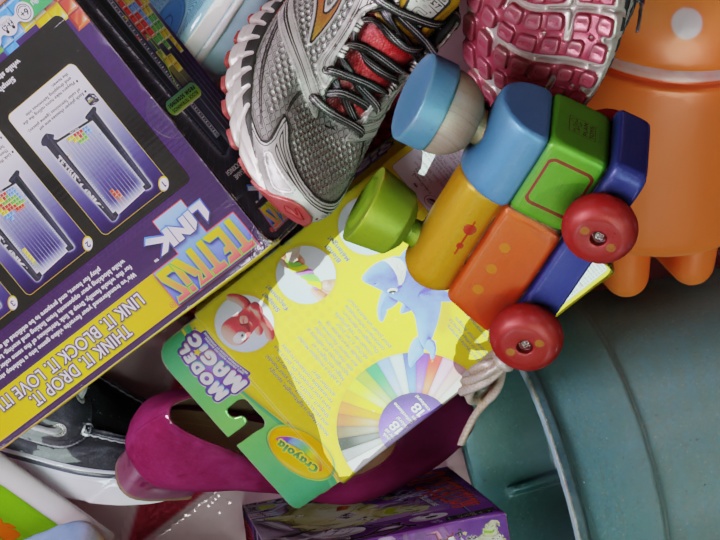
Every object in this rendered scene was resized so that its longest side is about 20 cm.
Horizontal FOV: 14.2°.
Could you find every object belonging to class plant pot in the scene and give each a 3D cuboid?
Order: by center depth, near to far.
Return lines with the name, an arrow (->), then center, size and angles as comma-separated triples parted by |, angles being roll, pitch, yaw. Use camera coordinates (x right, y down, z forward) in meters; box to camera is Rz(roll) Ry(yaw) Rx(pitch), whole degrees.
plant pot -> 0.170, 0.085, 1.515 | 0.196, 0.200, 0.201 | -16, 124, -13

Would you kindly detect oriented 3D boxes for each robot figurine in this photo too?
robot figurine -> 0.147, -0.087, 1.434 | 0.143, 0.117, 0.201 | 12, 122, 11

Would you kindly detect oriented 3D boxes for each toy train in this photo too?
toy train -> 0.042, -0.005, 1.331 | 0.115, 0.085, 0.200 | 25, 126, -10

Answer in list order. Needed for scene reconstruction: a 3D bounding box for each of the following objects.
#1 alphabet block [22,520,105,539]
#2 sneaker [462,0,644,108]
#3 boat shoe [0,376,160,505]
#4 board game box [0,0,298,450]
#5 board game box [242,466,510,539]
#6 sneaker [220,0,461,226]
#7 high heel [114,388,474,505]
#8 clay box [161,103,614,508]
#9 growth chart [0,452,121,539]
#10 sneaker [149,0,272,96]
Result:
alphabet block -> -0.174, 0.280, 1.486 | 0.196, 0.196, 0.200 | -21, 121, 33
sneaker -> 0.113, -0.152, 1.334 | 0.075, 0.081, 0.200 | -13, 130, -54
boat shoe -> -0.167, 0.065, 1.493 | 0.199, 0.072, 0.068 | 15, 119, -13
board game box -> -0.149, -0.034, 1.371 | 0.200, 0.057, 0.165 | -35, 97, 30
board game box -> 0.005, 0.135, 1.502 | 0.120, 0.200, 0.032 | -6, 93, -7
sneaker -> -0.002, -0.114, 1.335 | 0.082, 0.201, 0.078 | -5, 149, 43
high heel -> -0.023, 0.081, 1.468 | 0.199, 0.068, 0.096 | -12, 163, -22
clay box -> 0.010, 0.014, 1.408 | 0.200, 0.048, 0.115 | -38, 103, 12
growth chart -> -0.220, 0.151, 1.525 | 0.145, 0.018, 0.200 | 31, 135, -25
sneaker -> -0.064, -0.070, 1.423 | 0.130, 0.080, 0.200 | 23, 124, -22
